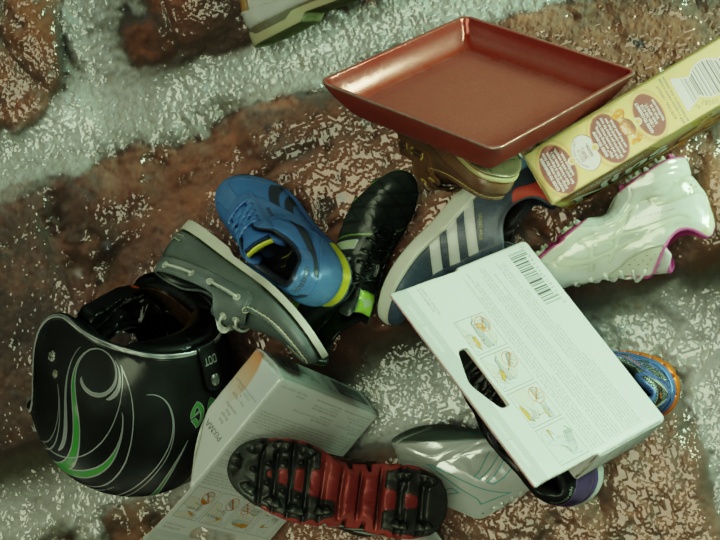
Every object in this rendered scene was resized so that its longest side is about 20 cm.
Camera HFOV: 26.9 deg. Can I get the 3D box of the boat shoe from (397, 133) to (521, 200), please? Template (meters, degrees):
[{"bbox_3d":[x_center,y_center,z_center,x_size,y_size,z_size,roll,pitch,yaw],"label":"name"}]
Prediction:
[{"bbox_3d":[0.084,-0.101,1.346,0.072,0.200,0.068,8,111,-23],"label":"boat shoe"}]

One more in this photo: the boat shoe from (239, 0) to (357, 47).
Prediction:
[{"bbox_3d":[-0.027,-0.282,1.417,0.199,0.075,0.069,-24,90,15],"label":"boat shoe"}]

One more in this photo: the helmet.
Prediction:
[{"bbox_3d":[-0.213,0.117,1.412,0.199,0.200,0.192,19,119,14],"label":"helmet"}]

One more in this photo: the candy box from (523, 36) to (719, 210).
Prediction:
[{"bbox_3d":[0.248,-0.126,1.321,0.199,0.115,0.056,-30,82,13],"label":"candy box"}]

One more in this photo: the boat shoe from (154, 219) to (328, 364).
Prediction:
[{"bbox_3d":[-0.110,0.032,1.365,0.062,0.073,0.200,-44,61,-12],"label":"boat shoe"}]

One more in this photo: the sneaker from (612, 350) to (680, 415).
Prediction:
[{"bbox_3d":[0.186,0.094,1.358,0.198,0.078,0.076,3,90,15],"label":"sneaker"}]

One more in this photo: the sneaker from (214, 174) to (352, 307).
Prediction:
[{"bbox_3d":[-0.089,-0.038,1.401,0.200,0.078,0.066,44,109,40],"label":"sneaker"}]

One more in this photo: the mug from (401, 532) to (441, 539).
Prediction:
[{"bbox_3d":[0.048,0.347,1.379,0.153,0.149,0.187,47,128,2],"label":"mug"}]

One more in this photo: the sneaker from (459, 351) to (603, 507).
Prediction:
[{"bbox_3d":[0.130,0.115,1.299,0.076,0.087,0.200,-46,67,16],"label":"sneaker"}]

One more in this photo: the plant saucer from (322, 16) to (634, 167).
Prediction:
[{"bbox_3d":[0.102,-0.154,1.312,0.199,0.199,0.037,26,131,36],"label":"plant saucer"}]

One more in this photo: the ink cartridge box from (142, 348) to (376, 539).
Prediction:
[{"bbox_3d":[-0.098,0.176,1.395,0.200,0.162,0.050,-48,53,11],"label":"ink cartridge box"}]

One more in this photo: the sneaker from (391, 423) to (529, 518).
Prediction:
[{"bbox_3d":[0.129,0.183,1.386,0.199,0.070,0.081,-4,98,21],"label":"sneaker"}]

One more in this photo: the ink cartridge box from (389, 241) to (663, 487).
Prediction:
[{"bbox_3d":[0.132,0.083,1.255,0.200,0.176,0.045,54,137,19],"label":"ink cartridge box"}]

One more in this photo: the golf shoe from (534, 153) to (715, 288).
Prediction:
[{"bbox_3d":[0.227,-0.017,1.352,0.200,0.075,0.092,-37,84,14],"label":"golf shoe"}]

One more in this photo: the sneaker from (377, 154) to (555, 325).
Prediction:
[{"bbox_3d":[0.100,-0.014,1.383,0.084,0.075,0.200,42,100,16],"label":"sneaker"}]

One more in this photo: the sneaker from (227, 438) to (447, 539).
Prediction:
[{"bbox_3d":[-0.026,0.198,1.350,0.199,0.098,0.071,13,77,-12],"label":"sneaker"}]

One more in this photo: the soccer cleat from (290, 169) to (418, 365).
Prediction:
[{"bbox_3d":[0.000,0.000,1.406,0.201,0.067,0.081,-56,40,13],"label":"soccer cleat"}]
